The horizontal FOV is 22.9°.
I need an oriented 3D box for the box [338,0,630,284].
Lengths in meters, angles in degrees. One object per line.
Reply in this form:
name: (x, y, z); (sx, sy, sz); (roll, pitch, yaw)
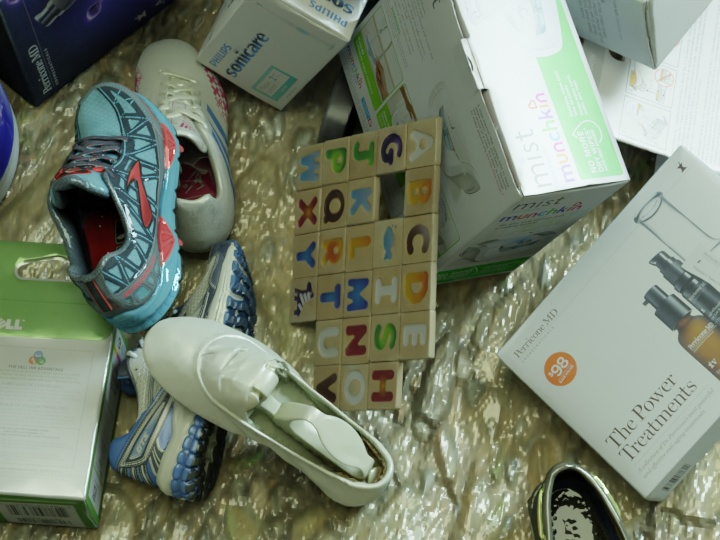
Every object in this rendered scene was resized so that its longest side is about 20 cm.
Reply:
box: (0.080, -0.114, 1.266); (0.097, 0.176, 0.200); (-9, 72, -28)

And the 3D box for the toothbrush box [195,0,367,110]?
toothbrush box: (-0.035, -0.247, 1.383); (0.085, 0.146, 0.200); (30, 63, -13)

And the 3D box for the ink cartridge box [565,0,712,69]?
ink cartridge box: (0.173, -0.257, 1.316); (0.200, 0.086, 0.148); (31, 71, 28)

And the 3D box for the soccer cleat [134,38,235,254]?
soccer cleat: (-0.134, -0.110, 1.362); (0.070, 0.086, 0.200); (-13, 62, -3)

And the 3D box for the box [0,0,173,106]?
box: (-0.230, -0.255, 1.412); (0.200, 0.148, 0.104); (-42, 68, -16)

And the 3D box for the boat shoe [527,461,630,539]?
boat shoe: (0.160, 0.224, 1.180); (0.072, 0.060, 0.202); (-15, 62, -4)

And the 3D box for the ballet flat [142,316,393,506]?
ballet flat: (-0.056, 0.091, 1.215); (0.200, 0.069, 0.069); (37, 67, -12)

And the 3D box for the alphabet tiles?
alphabet tiles: (0.000, 0.000, 1.264); (0.008, 0.167, 0.200); (8, 81, -37)

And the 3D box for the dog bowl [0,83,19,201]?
dog bowl: (-0.372, -0.107, 1.381); (0.200, 0.079, 0.200); (-1, 62, 3)

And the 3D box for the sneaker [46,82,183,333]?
sneaker: (-0.177, -0.060, 1.258); (0.079, 0.096, 0.200); (-24, 59, 19)

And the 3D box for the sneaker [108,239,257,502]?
sneaker: (-0.132, 0.063, 1.279); (0.085, 0.077, 0.200); (8, 62, 13)

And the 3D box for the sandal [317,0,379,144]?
sandal: (0.016, -0.177, 1.401); (0.043, 0.076, 0.200); (17, 75, 5)

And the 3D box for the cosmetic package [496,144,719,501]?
cosmetic package: (0.216, 0.037, 1.238); (0.151, 0.052, 0.200); (44, 99, 25)

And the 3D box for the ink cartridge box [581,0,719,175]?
ink cartridge box: (0.248, -0.158, 1.360); (0.176, 0.045, 0.200); (17, 63, -7)

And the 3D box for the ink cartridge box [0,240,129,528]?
ink cartridge box: (-0.229, 0.081, 1.283); (0.104, 0.059, 0.200); (3, 62, 4)
